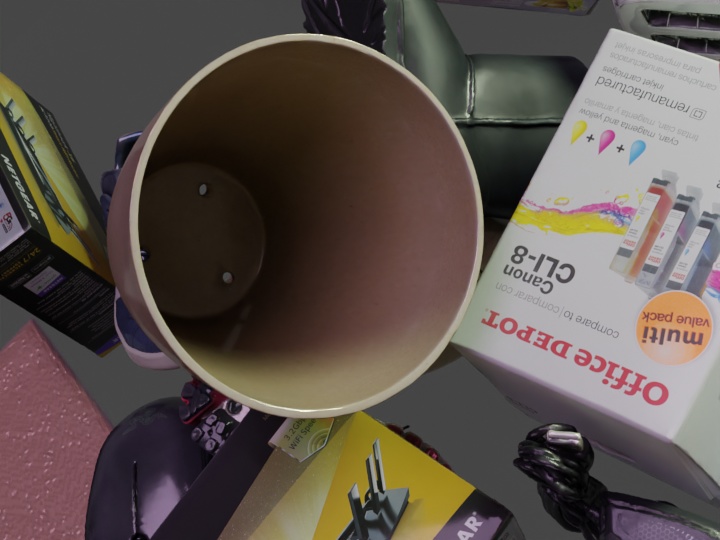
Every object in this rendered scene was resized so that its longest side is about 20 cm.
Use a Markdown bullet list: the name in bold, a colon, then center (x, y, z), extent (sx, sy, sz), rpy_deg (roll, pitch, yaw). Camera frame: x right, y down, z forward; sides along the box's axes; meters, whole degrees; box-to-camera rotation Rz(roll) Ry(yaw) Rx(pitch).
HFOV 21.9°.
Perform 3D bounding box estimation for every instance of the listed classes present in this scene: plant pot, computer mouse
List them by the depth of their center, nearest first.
- **computer mouse**: center (0.174, 0.148, 0.961), extent (0.200, 0.139, 0.053), rpy_deg (38, 81, 23)
- **plant pot**: center (-0.060, -0.019, 0.996), extent (0.188, 0.187, 0.200), rpy_deg (-66, 20, -11)
- **computer mouse**: center (-0.120, 0.151, 1.116), extent (0.138, 0.053, 0.201), rpy_deg (-18, 49, 16)

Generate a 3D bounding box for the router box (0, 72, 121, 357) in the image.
- **router box**: center (-0.227, -0.055, 1.217), extent (0.052, 0.157, 0.200), rpy_deg (-36, 59, 7)

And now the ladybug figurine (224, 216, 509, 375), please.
- **ladybug figurine**: center (0.000, 0.000, 1.136), extent (0.199, 0.072, 0.136), rpy_deg (-11, 65, 21)

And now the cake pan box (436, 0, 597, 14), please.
- **cake pan box**: center (0.059, -0.263, 1.165), extent (0.183, 0.052, 0.201), rpy_deg (5, 68, -15)

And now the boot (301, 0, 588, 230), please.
- **boot**: center (0.059, -0.118, 1.087), extent (0.076, 0.168, 0.201), rpy_deg (-22, 77, 49)

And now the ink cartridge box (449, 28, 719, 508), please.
- **ink cartridge box**: center (0.170, 0.003, 1.011), extent (0.145, 0.145, 0.201), rpy_deg (23, 81, 31)

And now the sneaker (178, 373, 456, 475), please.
- **sneaker**: center (-0.010, 0.112, 1.098), extent (0.200, 0.075, 0.081), rpy_deg (34, 91, 20)

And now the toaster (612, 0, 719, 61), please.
- **toaster**: center (0.225, -0.196, 1.085), extent (0.199, 0.114, 0.130), rpy_deg (8, 75, 19)

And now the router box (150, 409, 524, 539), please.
- **router box**: center (-0.034, 0.173, 0.989), extent (0.157, 0.052, 0.200), rpy_deg (31, 76, 26)

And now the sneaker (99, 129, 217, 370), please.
- **sneaker**: center (-0.129, -0.019, 1.153), extent (0.075, 0.085, 0.200), rpy_deg (-17, 34, -4)
